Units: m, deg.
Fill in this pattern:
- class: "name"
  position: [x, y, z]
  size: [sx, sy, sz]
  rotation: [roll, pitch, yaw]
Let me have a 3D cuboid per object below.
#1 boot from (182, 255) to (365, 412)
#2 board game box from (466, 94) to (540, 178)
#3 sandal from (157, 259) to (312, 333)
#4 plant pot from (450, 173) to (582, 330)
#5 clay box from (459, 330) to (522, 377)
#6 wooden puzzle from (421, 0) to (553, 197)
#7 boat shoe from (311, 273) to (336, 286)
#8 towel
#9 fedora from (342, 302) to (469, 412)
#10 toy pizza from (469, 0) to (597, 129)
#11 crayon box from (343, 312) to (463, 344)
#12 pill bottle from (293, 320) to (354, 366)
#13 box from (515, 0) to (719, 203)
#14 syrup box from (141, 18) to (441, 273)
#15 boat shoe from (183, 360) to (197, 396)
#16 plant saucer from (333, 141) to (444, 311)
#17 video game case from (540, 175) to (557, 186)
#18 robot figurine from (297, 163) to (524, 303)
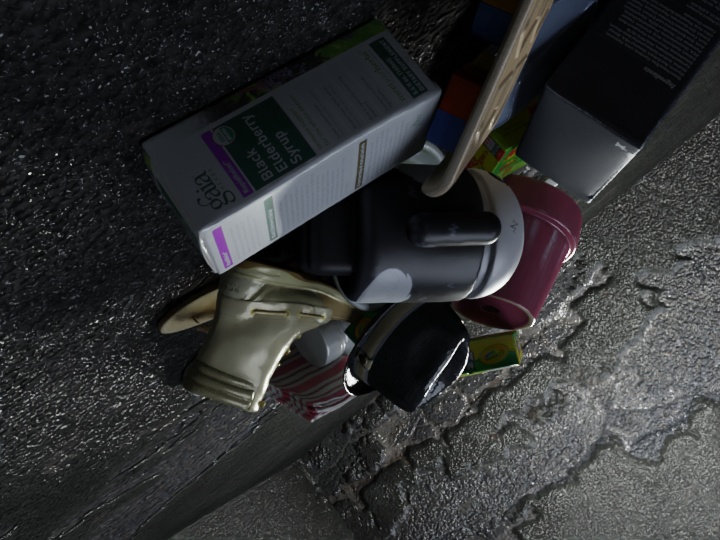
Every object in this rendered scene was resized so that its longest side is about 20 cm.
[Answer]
- class: "boot"
  position: [-0.088, 0.076, 0.692]
  size: [0.200, 0.073, 0.156]
  rotation: [21, 89, -50]
- class: "board game box"
  position: [0.237, -0.193, 0.881]
  size: [0.200, 0.048, 0.102]
  rotation: [-31, 164, -24]
- class: "sandal"
  position: [-0.123, 0.049, 0.739]
  size: [0.211, 0.070, 0.078]
  rotation: [-23, 160, -43]
- class: "plant pot"
  position: [0.218, -0.017, 0.956]
  size: [0.200, 0.199, 0.180]
  rotation: [104, 4, -68]
- class: "clay box"
  position: [0.169, 0.119, 0.907]
  size: [0.114, 0.048, 0.200]
  rotation: [-13, 172, 14]
- class: "wooden puzzle"
  position: [0.109, -0.171, 0.497]
  size: [0.200, 0.046, 0.185]
  rotation: [-63, 173, 33]
- class: "boat shoe"
  position: [0.000, 0.000, 0.814]
  size: [0.200, 0.068, 0.075]
  rotation: [-42, 170, -25]
- class: "towel"
  position: [-0.084, 0.144, 0.949]
  size: [0.146, 0.200, 0.030]
  rotation: [-24, 125, -43]
- class: "fedora"
  position: [0.073, 0.102, 0.769]
  size: [0.200, 0.092, 0.201]
  rotation: [-35, 152, -21]
- class: "toy pizza"
  position: [0.160, -0.216, 0.660]
  size: [0.200, 0.032, 0.200]
  rotation: [-35, 165, -11]
- class: "crayon box"
  position: [0.069, 0.080, 0.907]
  size: [0.119, 0.058, 0.200]
  rotation: [-47, 154, 4]
- class: "pill bottle"
  position: [-0.004, 0.060, 0.966]
  size: [0.200, 0.114, 0.114]
  rotation: [-27, 163, -35]
- class: "box"
  position: [0.288, -0.207, 0.707]
  size: [0.200, 0.117, 0.197]
  rotation: [-53, 170, -5]
- class: "syrup box"
  position: [-0.047, -0.091, 0.465]
  size: [0.200, 0.079, 0.081]
  rotation: [-33, 165, -16]
- class: "boat shoe"
  position: [-0.187, 0.136, 0.867]
  size: [0.073, 0.067, 0.200]
  rotation: [-24, 161, -40]
- class: "plant saucer"
  position: [0.026, -0.055, 0.713]
  size: [0.200, 0.050, 0.201]
  rotation: [-27, 129, -40]
- class: "video game case"
  position: [0.336, -0.213, 0.920]
  size: [0.182, 0.024, 0.200]
  rotation: [-57, 177, -1]
- class: "robot figurine"
  position: [0.046, -0.035, 0.564]
  size: [0.199, 0.151, 0.125]
  rotation: [0, 132, -15]
